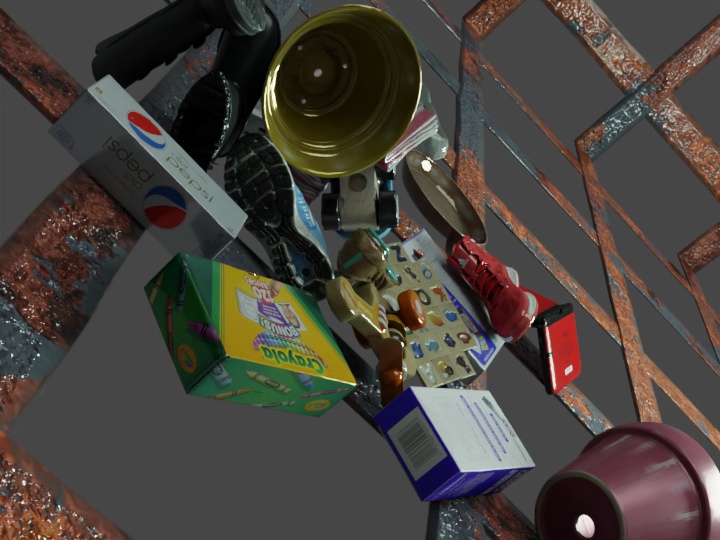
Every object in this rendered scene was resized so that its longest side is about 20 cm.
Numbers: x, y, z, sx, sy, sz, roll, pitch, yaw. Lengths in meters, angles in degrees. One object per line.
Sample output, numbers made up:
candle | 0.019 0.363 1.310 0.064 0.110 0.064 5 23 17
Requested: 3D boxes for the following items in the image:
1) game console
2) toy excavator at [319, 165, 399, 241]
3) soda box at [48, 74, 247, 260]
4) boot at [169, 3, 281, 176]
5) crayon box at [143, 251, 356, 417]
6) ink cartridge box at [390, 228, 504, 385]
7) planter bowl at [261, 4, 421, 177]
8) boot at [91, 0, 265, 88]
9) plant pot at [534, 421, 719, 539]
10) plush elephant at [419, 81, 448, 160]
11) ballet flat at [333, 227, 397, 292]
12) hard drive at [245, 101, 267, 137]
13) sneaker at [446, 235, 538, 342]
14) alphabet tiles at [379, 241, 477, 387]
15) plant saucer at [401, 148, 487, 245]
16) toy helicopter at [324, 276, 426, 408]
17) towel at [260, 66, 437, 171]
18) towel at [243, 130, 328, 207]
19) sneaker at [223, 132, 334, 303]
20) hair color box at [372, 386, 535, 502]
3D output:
game console | 0.266 0.101 1.820 0.200 0.117 0.175 -13 95 -66
toy excavator | 0.004 -0.120 1.542 0.200 0.099 0.197 70 18 -74
soda box | -0.206 -0.094 1.130 0.200 0.064 0.068 46 20 -11
boot | -0.149 -0.201 1.253 0.073 0.200 0.163 22 11 0
crayon box | -0.100 0.065 1.081 0.199 0.058 0.119 20 35 -53
ink cartridge box | 0.113 0.045 1.569 0.201 0.043 0.198 52 21 2
planter bowl | -0.036 -0.216 1.317 0.200 0.201 0.083 32 8 -38
boot | -0.199 -0.247 1.210 0.066 0.198 0.165 62 12 -21
plant pot | 0.311 0.290 1.377 0.178 0.200 0.201 -1 52 -45
plush elephant | 0.024 -0.226 1.725 0.164 0.155 0.201 30 35 -22
ballet flat | 0.000 0.000 1.334 0.068 0.072 0.200 51 -2 7
hard drive | -0.102 -0.208 1.494 0.131 0.026 0.200 25 22 -2
sneaker | 0.170 0.023 1.589 0.115 0.079 0.200 35 11 -16
alphabet tiles | 0.065 0.053 1.433 0.166 0.006 0.201 -11 66 -49
plant saucer | 0.132 -0.112 1.888 0.200 0.034 0.201 41 23 -21
toy helicopter | 0.013 0.068 1.248 0.200 0.078 0.133 42 30 -56
towel | -0.015 -0.200 1.445 0.199 0.030 0.146 30 39 16
towel | -0.099 -0.155 1.500 0.146 0.030 0.200 47 21 -6
sneaker | -0.091 -0.058 1.291 0.090 0.078 0.202 -60 126 -82
hair color box | 0.108 0.192 1.282 0.199 0.065 0.110 11 43 -56
